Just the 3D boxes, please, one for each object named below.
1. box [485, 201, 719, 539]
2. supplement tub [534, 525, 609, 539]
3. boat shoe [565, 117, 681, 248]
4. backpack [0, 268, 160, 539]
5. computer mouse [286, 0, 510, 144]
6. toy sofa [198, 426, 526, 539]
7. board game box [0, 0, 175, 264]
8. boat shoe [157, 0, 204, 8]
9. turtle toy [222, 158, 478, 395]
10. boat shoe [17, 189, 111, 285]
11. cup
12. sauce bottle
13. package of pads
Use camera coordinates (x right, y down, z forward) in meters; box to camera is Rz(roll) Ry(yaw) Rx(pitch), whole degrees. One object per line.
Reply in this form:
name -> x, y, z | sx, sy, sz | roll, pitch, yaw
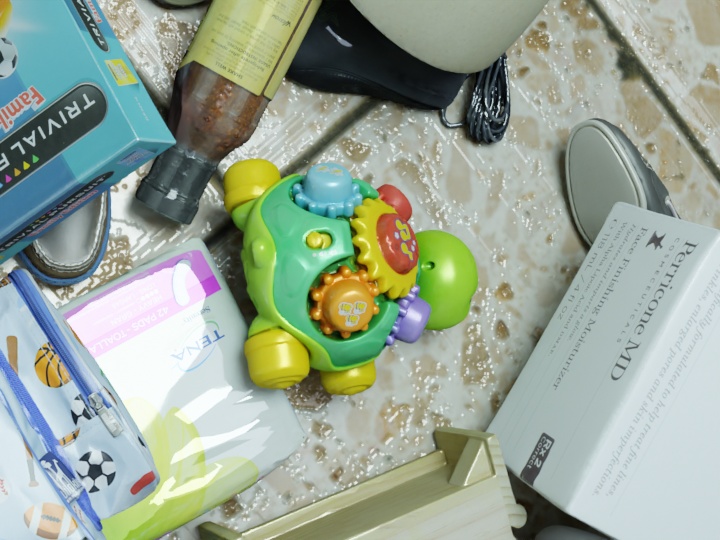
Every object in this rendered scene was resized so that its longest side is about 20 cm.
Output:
box -> 0.224, 0.092, 0.789 | 0.199, 0.131, 0.200 | 30, 89, -23
supplement tub -> 0.135, 0.284, 0.773 | 0.132, 0.132, 0.201 | 34, 72, -15
boat shoe -> 0.212, -0.025, 0.884 | 0.057, 0.067, 0.201 | -32, 102, -41
backpack -> -0.195, 0.080, 0.570 | 0.154, 0.200, 0.191 | -40, 93, -25
computer mouse -> 0.027, -0.170, 0.827 | 0.198, 0.053, 0.140 | 5, 82, -21
toy sofa -> 0.004, 0.179, 0.759 | 0.199, 0.083, 0.098 | -19, 94, -23
board game box -> -0.217, -0.118, 0.663 | 0.150, 0.047, 0.201 | -32, 84, 17
boat shoe -> -0.063, -0.250, 0.789 | 0.076, 0.074, 0.200 | 48, 70, -10
turtle toy -> 0.000, 0.000, 0.753 | 0.199, 0.101, 0.147 | 14, 61, -55
boat shoe -> -0.189, -0.093, 0.719 | 0.072, 0.072, 0.202 | -6, 86, -23
cup -> 0.074, -0.247, 0.738 | 0.199, 0.143, 0.202 | 26, 49, -34
sauce bottle -> -0.083, -0.127, 0.748 | 0.066, 0.066, 0.201 | 28, 92, -16
package of pads -> -0.148, 0.091, 0.716 | 0.199, 0.068, 0.155 | -30, 94, -22
